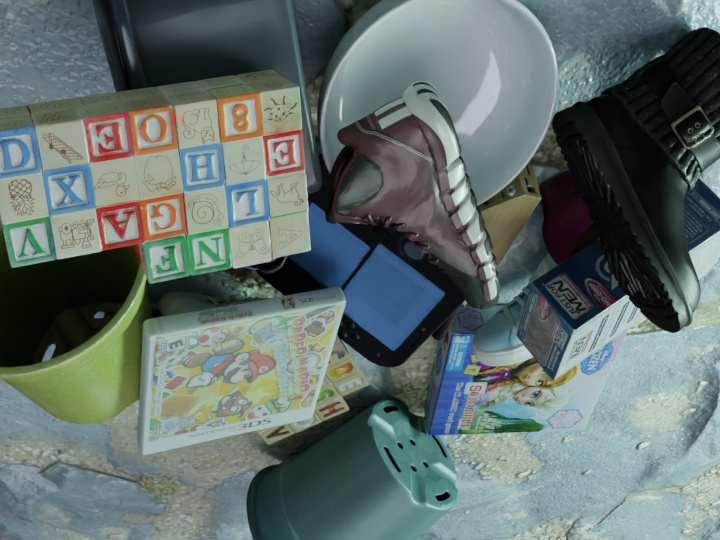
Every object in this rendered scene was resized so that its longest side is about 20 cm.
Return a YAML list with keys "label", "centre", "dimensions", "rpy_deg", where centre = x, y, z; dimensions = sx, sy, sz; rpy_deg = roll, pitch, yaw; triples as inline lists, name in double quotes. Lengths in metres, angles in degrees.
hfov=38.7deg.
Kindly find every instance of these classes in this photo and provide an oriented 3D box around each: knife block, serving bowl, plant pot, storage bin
- label: "knife block"
  centre: [0.097, -0.012, 0.992]
  dimensions: [0.197, 0.065, 0.176]
  rpy_deg: [-21, 138, 16]
- label: "serving bowl"
  centre: [0.055, -0.141, 0.817]
  dimensions: [0.197, 0.066, 0.202]
  rpy_deg: [-10, 129, -13]
- label: "plant pot"
  centre: [0.001, 0.269, 1.222]
  dimensions: [0.199, 0.202, 0.196]
  rpy_deg: [30, 120, -36]
- label: "storage bin"
  centre: [-0.110, -0.132, 0.764]
  dimensions: [0.132, 0.146, 0.203]
  rpy_deg: [-13, 116, -8]
- label: "plant pot"
  centre: [-0.263, 0.042, 0.916]
  dimensions: [0.197, 0.203, 0.185]
  rpy_deg: [-7, 149, 0]

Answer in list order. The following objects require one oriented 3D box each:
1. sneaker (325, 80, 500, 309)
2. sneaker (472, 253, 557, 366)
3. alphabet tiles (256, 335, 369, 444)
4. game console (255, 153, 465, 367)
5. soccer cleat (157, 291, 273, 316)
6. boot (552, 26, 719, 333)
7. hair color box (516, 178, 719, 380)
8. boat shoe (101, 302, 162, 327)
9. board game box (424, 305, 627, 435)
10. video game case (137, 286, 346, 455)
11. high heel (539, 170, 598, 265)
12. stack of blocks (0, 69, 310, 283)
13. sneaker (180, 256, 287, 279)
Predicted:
- label: "sneaker"
  centre: [0.034, -0.041, 0.803]
  dimensions: [0.114, 0.076, 0.202]
  rpy_deg: [-21, 120, 2]
- label: "sneaker"
  centre: [0.190, 0.017, 1.033]
  dimensions: [0.198, 0.074, 0.082]
  rpy_deg: [-32, 120, 3]
- label: "alphabet tiles"
  centre: [-0.084, 0.119, 1.034]
  dimensions: [0.165, 0.008, 0.201]
  rpy_deg: [-24, 145, 4]
- label: "game console"
  centre: [0.000, 0.000, 0.939]
  dimensions: [0.176, 0.031, 0.200]
  rpy_deg: [34, 142, -4]
- label: "soccer cleat"
  centre: [-0.110, 0.050, 1.000]
  dimensions: [0.199, 0.069, 0.078]
  rpy_deg: [28, 106, -43]
- label: "boot"
  centre: [0.266, -0.074, 0.831]
  dimensions: [0.156, 0.079, 0.214]
  rpy_deg: [-26, 96, -8]
- label: "hair color box"
  centre: [0.240, 0.006, 0.931]
  dimensions: [0.198, 0.061, 0.101]
  rpy_deg: [-31, 154, -18]
- label: "boat shoe"
  centre: [-0.168, 0.073, 1.057]
  dimensions: [0.197, 0.058, 0.067]
  rpy_deg: [6, 137, -15]
- label: "board game box"
  centre: [0.182, 0.116, 1.171]
  dimensions: [0.196, 0.042, 0.202]
  rpy_deg: [-2, 139, -6]
- label: "video game case"
  centre: [-0.115, 0.097, 0.955]
  dimensions: [0.179, 0.023, 0.201]
  rpy_deg: [-10, 143, -21]
- label: "high heel"
  centre: [0.254, -0.072, 0.918]
  dimensions: [0.198, 0.097, 0.067]
  rpy_deg: [-30, 135, 25]
- label: "stack of blocks"
  centre: [-0.137, -0.057, 0.676]
  dimensions: [0.197, 0.059, 0.117]
  rpy_deg: [-12, 115, -20]
- label: "sneaker"
  centre: [-0.119, -0.040, 0.887]
  dimensions: [0.080, 0.116, 0.199]
  rpy_deg: [29, 129, -34]
